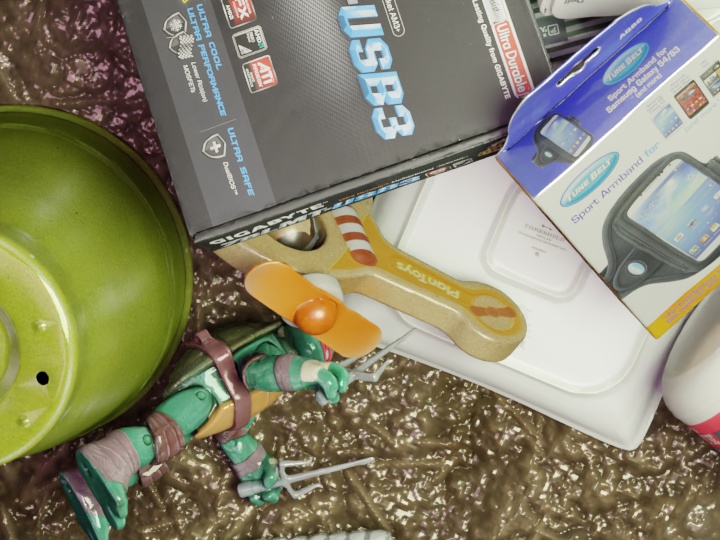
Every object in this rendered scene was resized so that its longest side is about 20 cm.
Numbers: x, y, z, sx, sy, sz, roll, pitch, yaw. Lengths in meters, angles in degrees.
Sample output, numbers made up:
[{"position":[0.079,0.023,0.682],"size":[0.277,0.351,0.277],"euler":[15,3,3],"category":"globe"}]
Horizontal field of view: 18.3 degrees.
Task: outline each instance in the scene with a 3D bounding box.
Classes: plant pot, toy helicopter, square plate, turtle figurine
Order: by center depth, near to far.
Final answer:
[{"position":[-0.201,0.023,1.209],"size":[0.200,0.193,0.201],"euler":[1,102,2],"category":"plant pot"},{"position":[0.000,0.000,1.209],"size":[0.200,0.132,0.079],"euler":[26,124,-11],"category":"toy helicopter"},{"position":[-0.069,0.081,1.261],"size":[0.200,0.150,0.101],"euler":[-28,65,-21],"category":"turtle figurine"},{"position":[0.105,-0.019,1.271],"size":[0.200,0.028,0.198],"euler":[22,101,-2],"category":"square plate"}]

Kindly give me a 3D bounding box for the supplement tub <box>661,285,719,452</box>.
[{"position":[0.279,0.077,1.224],"size":[0.200,0.140,0.140],"euler":[39,101,-5],"category":"supplement tub"}]

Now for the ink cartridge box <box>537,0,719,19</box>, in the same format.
[{"position":[0.147,-0.236,1.133],"size":[0.145,0.084,0.200],"euler":[-6,65,-11],"category":"ink cartridge box"}]

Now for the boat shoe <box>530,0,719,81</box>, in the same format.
[{"position":[0.141,-0.134,1.169],"size":[0.200,0.067,0.074],"euler":[-22,95,3],"category":"boat shoe"}]

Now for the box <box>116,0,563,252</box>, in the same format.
[{"position":[-0.018,-0.134,1.134],"size":[0.198,0.050,0.200],"euler":[-18,81,7],"category":"box"}]

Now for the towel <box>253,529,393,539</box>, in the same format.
[{"position":[-0.048,0.258,1.305],"size":[0.165,0.086,0.200],"euler":[-7,101,5],"category":"towel"}]

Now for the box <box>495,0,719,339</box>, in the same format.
[{"position":[0.149,-0.052,1.122],"size":[0.119,0.200,0.041],"euler":[-42,55,5],"category":"box"}]
